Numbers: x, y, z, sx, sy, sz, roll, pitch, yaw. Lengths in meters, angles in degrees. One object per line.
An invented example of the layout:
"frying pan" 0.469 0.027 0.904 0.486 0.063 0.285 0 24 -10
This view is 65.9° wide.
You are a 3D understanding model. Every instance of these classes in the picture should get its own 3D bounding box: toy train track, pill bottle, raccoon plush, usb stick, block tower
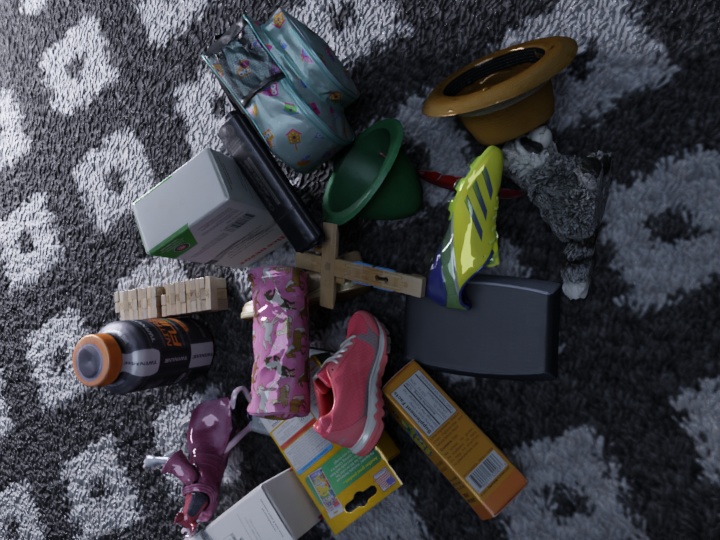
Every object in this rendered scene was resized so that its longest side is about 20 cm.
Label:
"toy train track" 0.000 0.000 0.724 0.200 0.033 0.115 13 107 34
"pill bottle" -0.323 0.126 0.834 0.106 0.200 0.106 -1 87 23
"raccoon plush" 0.216 -0.073 0.670 0.134 0.097 0.200 12 92 30
"usb stick" -0.116 -0.111 0.716 0.055 0.033 0.200 -29 97 47
"block tower" -0.308 0.049 0.911 0.200 0.058 0.054 -9 84 25

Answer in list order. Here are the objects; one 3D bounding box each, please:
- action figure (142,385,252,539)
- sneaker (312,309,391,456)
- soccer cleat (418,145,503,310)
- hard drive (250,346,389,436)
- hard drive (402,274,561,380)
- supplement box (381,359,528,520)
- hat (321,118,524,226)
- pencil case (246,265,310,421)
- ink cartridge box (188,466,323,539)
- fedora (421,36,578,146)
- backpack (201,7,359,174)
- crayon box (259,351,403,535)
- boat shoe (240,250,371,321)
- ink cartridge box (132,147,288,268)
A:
"action figure" -0.214 0.287 0.794 0.149 0.200 0.134 -23 117 6
"sneaker" -0.015 0.125 0.697 0.074 0.087 0.200 -49 29 42
"soccer cleat" 0.138 -0.046 0.664 0.084 0.065 0.200 26 106 21
"hard drive" -0.061 0.185 0.807 0.200 0.033 0.140 7 90 23
"hard drive" 0.149 0.072 0.715 0.200 0.042 0.135 3 88 24
"supplement box" 0.110 0.211 0.701 0.069 0.067 0.200 -36 69 -17
"hat" 0.068 -0.095 0.770 0.166 0.176 0.200 -60 26 1
"pencil case" -0.107 0.091 0.721 0.086 0.083 0.200 -5 78 14
"ink cartridge box" -0.144 0.359 0.772 0.200 0.146 0.083 -41 74 17
"fedora" 0.172 -0.208 0.674 0.200 0.201 0.082 -18 117 22
"backpack" -0.089 -0.240 0.765 0.153 0.176 0.200 -27 89 17
"crayon box" -0.039 0.228 0.749 0.126 0.052 0.200 -43 71 16
"boat shoe" -0.084 0.027 0.810 0.200 0.071 0.065 -17 76 12
"ink cartridge box" -0.189 -0.077 0.787 0.147 0.200 0.083 -30 73 19
